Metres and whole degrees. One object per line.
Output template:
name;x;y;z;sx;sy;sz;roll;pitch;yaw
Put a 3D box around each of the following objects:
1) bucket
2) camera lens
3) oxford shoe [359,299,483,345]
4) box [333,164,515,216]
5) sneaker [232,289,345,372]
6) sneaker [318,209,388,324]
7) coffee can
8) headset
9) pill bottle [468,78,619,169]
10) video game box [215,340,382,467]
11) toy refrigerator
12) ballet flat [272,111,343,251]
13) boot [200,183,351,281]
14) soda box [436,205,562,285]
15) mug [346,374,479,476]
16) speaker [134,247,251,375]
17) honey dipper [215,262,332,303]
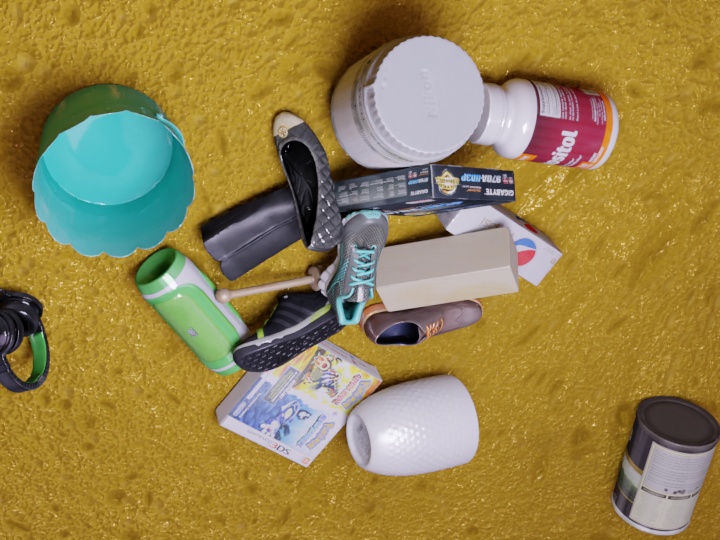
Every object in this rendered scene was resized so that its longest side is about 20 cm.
bucket;-0.316;-0.132;1.384;0.206;0.135;0.208;-7;122;-12
camera lens;0.057;-0.213;1.401;0.159;0.200;0.161;0;90;-16
oxford shoe;0.102;0.086;1.681;0.199;0.073;0.071;-10;121;-12
box;0.085;-0.107;1.472;0.159;0.200;0.046;0;87;-41
sneaker;-0.109;0.080;1.593;0.200;0.083;0.072;-24;149;-27
sneaker;0.000;0.000;1.503;0.077;0.091;0.200;-2;141;-18
coffee can;0.541;0.347;1.930;0.146;0.146;0.201;-1;120;-17
headset;-0.492;0.073;1.470;0.094;0.124;0.201;-13;109;13
pill bottle;0.253;-0.209;1.532;0.199;0.113;0.113;5;118;-20
video game box;-0.096;0.197;1.702;0.182;0.047;0.200;31;106;-33
toy refrigerator;0.128;0.001;1.589;0.199;0.076;0.070;-10;141;16
ballet flat;-0.074;-0.122;1.457;0.066;0.201;0.057;-26;171;37
boot;-0.106;-0.039;1.546;0.200;0.066;0.165;-31;115;-2
soda box;0.209;-0.057;1.638;0.200;0.064;0.068;29;108;-30
mug;0.064;0.259;1.728;0.175;0.148;0.200;-8;164;-27
speaker;-0.234;0.061;1.554;0.088;0.089;0.200;-34;123;4
honey dipper;-0.117;0.022;1.569;0.199;0.038;0.038;-12;123;-27
